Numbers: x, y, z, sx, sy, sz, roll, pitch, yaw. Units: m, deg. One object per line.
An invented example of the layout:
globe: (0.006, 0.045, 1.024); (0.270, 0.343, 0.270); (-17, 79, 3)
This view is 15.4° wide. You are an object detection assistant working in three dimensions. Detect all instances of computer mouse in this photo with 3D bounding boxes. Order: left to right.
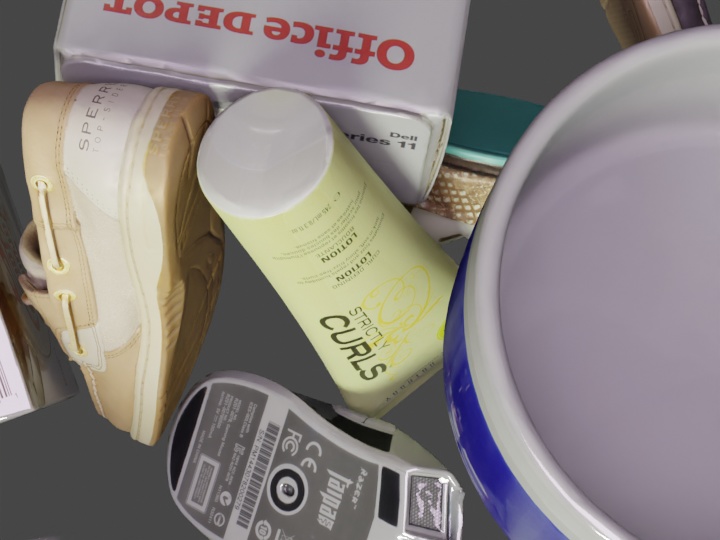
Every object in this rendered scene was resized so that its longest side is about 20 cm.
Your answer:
computer mouse: (0.010, 0.094, 1.019); (0.200, 0.044, 0.110); (26, 104, 33)

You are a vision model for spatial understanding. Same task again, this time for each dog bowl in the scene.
dog bowl: (0.129, 0.023, 0.890); (0.200, 0.079, 0.201); (3, 71, -8)

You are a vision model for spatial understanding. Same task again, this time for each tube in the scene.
tube: (0.000, 0.000, 0.985); (0.058, 0.200, 0.052); (-1, 65, 19)

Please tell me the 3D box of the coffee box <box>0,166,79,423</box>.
coffee box: (-0.182, -0.031, 1.015); (0.080, 0.114, 0.200); (-19, 89, 1)

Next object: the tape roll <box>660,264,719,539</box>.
tape roll: (0.199, 0.069, 0.952); (0.200, 0.048, 0.201); (3, 71, -8)

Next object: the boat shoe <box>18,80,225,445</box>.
boat shoe: (-0.092, -0.006, 0.987); (0.069, 0.200, 0.074); (17, 55, 7)

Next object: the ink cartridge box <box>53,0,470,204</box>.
ink cartridge box: (-0.026, -0.137, 0.996); (0.146, 0.083, 0.200); (11, 67, 0)

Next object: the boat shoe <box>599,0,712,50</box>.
boat shoe: (0.109, -0.164, 1.023); (0.065, 0.072, 0.200); (-15, 70, -5)

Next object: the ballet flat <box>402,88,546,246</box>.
ballet flat: (0.004, -0.043, 1.047); (0.200, 0.071, 0.065); (15, 117, 3)
